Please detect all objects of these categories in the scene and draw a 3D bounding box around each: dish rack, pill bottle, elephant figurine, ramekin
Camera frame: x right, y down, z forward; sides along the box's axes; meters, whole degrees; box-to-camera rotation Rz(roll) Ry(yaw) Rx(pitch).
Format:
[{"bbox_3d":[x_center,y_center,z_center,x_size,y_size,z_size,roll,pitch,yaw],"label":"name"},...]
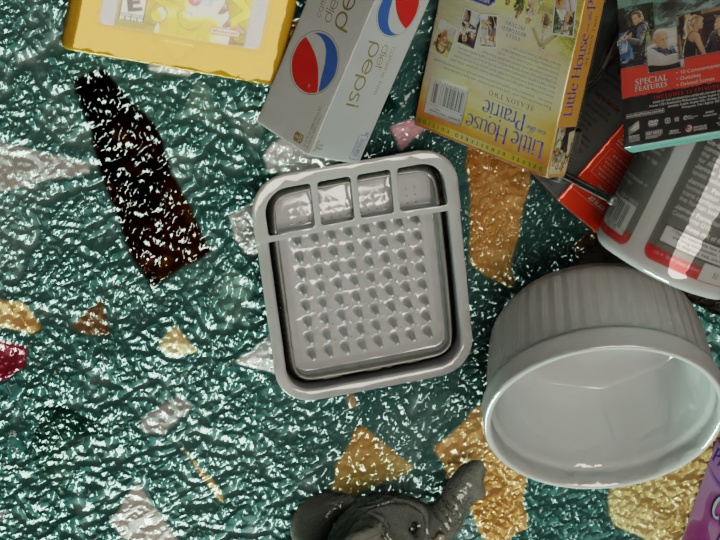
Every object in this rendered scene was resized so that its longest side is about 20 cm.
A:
[{"bbox_3d":[0.000,0.000,1.722,0.171,0.044,0.200,-11,111,-10],"label":"dish rack"},{"bbox_3d":[0.274,-0.089,1.606,0.114,0.114,0.200,21,103,-18],"label":"pill bottle"},{"bbox_3d":[0.002,0.247,1.779,0.141,0.155,0.200,15,97,27],"label":"elephant figurine"},{"bbox_3d":[0.197,0.083,1.726,0.200,0.105,0.200,-2,140,-2],"label":"ramekin"}]

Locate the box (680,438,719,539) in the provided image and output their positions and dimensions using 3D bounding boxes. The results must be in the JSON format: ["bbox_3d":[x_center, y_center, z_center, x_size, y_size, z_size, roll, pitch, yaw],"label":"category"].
[{"bbox_3d":[0.353,0.278,1.826,0.097,0.176,0.200,13,106,-17],"label":"box"}]

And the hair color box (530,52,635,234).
[{"bbox_3d":[0.230,-0.131,1.696,0.061,0.102,0.200,37,98,-22],"label":"hair color box"}]

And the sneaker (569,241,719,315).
[{"bbox_3d":[0.278,0.011,1.769,0.200,0.075,0.106,-19,108,-7],"label":"sneaker"}]

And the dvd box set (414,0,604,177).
[{"bbox_3d":[0.121,-0.189,1.634,0.029,0.146,0.200,-7,114,-46],"label":"dvd box set"}]

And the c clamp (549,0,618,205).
[{"bbox_3d":[0.161,-0.167,1.644,0.027,0.171,0.200,-3,106,-39],"label":"c clamp"}]

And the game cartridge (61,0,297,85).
[{"bbox_3d":[-0.127,-0.254,1.612,0.176,0.032,0.200,8,108,-15],"label":"game cartridge"}]

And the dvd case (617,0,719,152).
[{"bbox_3d":[0.260,-0.195,1.551,0.146,0.022,0.200,-9,76,29],"label":"dvd case"}]

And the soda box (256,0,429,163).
[{"bbox_3d":[-0.004,-0.188,1.632,0.064,0.068,0.200,8,110,-51],"label":"soda box"}]

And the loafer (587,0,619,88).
[{"bbox_3d":[0.189,-0.237,1.666,0.073,0.072,0.200,2,109,-14],"label":"loafer"}]
